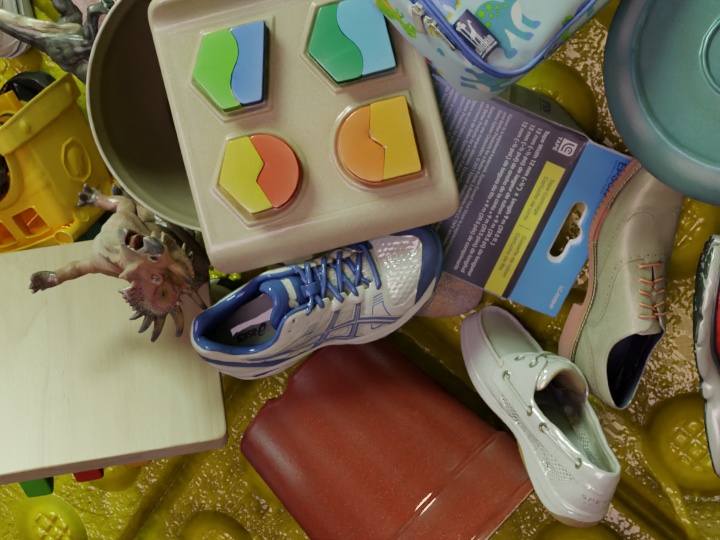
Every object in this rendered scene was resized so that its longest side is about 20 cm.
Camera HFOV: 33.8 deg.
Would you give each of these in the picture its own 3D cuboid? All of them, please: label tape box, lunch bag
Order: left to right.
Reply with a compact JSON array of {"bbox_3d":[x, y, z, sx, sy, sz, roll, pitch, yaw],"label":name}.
[{"bbox_3d":[0.089,-0.071,0.904,0.199,0.066,0.144,23,115,-3],"label":"label tape box"},{"bbox_3d":[0.100,-0.227,0.788,0.200,0.082,0.161,-41,89,-12],"label":"lunch bag"}]

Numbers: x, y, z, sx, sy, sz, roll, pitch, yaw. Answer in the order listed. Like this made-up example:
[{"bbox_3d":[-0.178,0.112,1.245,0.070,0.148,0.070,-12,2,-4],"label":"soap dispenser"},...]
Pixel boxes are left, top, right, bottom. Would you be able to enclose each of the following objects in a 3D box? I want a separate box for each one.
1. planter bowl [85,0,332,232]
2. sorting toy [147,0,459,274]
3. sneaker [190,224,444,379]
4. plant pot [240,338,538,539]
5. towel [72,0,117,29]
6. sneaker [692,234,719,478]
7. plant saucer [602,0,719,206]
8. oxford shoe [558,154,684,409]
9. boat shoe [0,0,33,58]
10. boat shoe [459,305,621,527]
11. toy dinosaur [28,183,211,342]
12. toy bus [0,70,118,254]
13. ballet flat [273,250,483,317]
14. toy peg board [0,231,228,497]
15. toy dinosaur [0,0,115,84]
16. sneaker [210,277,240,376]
[{"bbox_3d":[-0.097,-0.135,0.910,0.198,0.135,0.202,0,97,0],"label":"planter bowl"},{"bbox_3d":[-0.039,-0.112,0.827,0.184,0.036,0.202,-14,96,1],"label":"sorting toy"},{"bbox_3d":[-0.031,0.023,0.865,0.199,0.088,0.076,-30,73,8],"label":"sneaker"},{"bbox_3d":[0.020,0.160,0.952,0.195,0.200,0.201,43,118,13],"label":"plant pot"},{"bbox_3d":[-0.188,-0.277,0.983,0.199,0.023,0.145,-33,93,28],"label":"towel"},{"bbox_3d":[0.291,0.061,0.870,0.084,0.077,0.201,-7,115,19],"label":"sneaker"},{"bbox_3d":[0.262,-0.143,0.795,0.198,0.027,0.202,-1,86,18],"label":"plant saucer"},{"bbox_3d":[0.207,0.009,0.869,0.070,0.074,0.201,-5,122,-22],"label":"oxford shoe"},{"bbox_3d":[-0.337,-0.281,1.018,0.073,0.067,0.201,-15,101,26],"label":"boat shoe"},{"bbox_3d":[0.141,0.092,0.893,0.201,0.070,0.070,61,140,37],"label":"boat shoe"},{"bbox_3d":[-0.153,-0.006,0.898,0.135,0.200,0.086,21,103,18],"label":"toy dinosaur"},{"bbox_3d":[-0.312,-0.058,1.059,0.199,0.136,0.193,-15,117,28],"label":"toy bus"},{"bbox_3d":[0.000,0.000,0.968,0.199,0.067,0.069,17,113,17],"label":"ballet flat"},{"bbox_3d":[-0.213,0.084,0.979,0.197,0.201,0.098,-9,148,-4],"label":"toy peg board"},{"bbox_3d":[-0.239,-0.201,0.982,0.199,0.048,0.088,29,124,-7],"label":"toy dinosaur"},{"bbox_3d":[-0.177,0.093,1.046,0.076,0.115,0.201,46,118,3],"label":"sneaker"}]
